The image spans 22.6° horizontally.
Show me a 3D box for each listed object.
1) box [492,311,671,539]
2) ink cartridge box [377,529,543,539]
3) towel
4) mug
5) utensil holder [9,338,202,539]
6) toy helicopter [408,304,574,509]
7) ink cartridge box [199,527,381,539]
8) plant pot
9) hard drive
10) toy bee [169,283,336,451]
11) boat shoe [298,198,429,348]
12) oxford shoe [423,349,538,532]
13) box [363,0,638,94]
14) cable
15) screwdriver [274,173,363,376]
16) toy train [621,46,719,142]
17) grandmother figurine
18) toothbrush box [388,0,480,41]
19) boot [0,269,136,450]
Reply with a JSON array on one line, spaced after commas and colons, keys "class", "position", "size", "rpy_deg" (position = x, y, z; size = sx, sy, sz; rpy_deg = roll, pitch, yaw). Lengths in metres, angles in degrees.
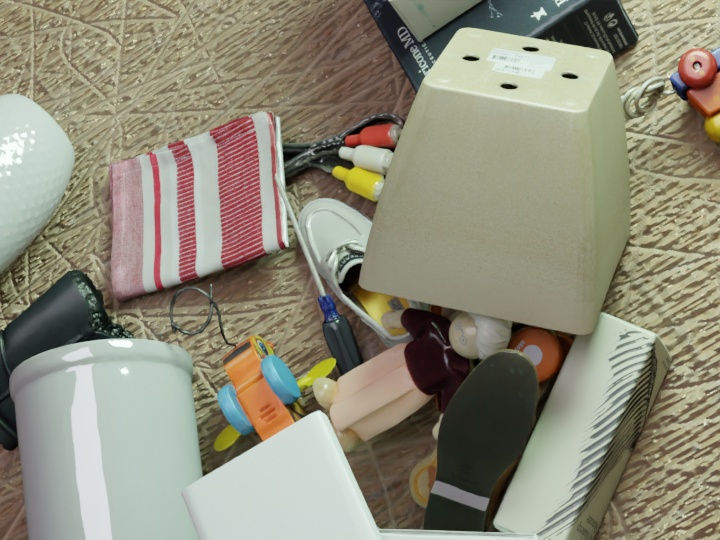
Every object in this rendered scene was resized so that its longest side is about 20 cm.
[{"class": "box", "position": [0.187, 0.141, 1.511], "size": [0.068, 0.082, 0.202], "rpy_deg": [21, 81, 25]}, {"class": "ink cartridge box", "position": [0.093, 0.296, 1.425], "size": [0.144, 0.200, 0.148], "rpy_deg": [0, 71, 21]}, {"class": "towel", "position": [-0.160, -0.062, 1.736], "size": [0.198, 0.023, 0.146], "rpy_deg": [-17, 67, 26]}, {"class": "mug", "position": [-0.386, -0.086, 1.794], "size": [0.175, 0.148, 0.199], "rpy_deg": [-47, 30, -21]}, {"class": "utensil holder", "position": [-0.220, 0.183, 1.610], "size": [0.168, 0.170, 0.202], "rpy_deg": [-16, 69, 15]}, {"class": "toy helicopter", "position": [0.093, 0.112, 1.566], "size": [0.132, 0.079, 0.201], "rpy_deg": [31, 97, 21]}, {"class": "ink cartridge box", "position": [-0.043, 0.278, 1.485], "size": [0.124, 0.200, 0.130], "rpy_deg": [-18, 65, 14]}, {"class": "plant pot", "position": [0.123, -0.088, 1.497], "size": [0.197, 0.179, 0.200], "rpy_deg": [11, 31, 13]}, {"class": "hard drive", "position": [-0.045, 0.227, 1.376], "size": [0.131, 0.026, 0.201], "rpy_deg": [-30, 64, 10]}, {"class": "toy bee", "position": [-0.082, 0.099, 1.633], "size": [0.129, 0.109, 0.202], "rpy_deg": [-13, 93, 12]}, {"class": "boat shoe", "position": [0.000, 0.000, 1.640], "size": [0.071, 0.070, 0.201], "rpy_deg": [-38, 60, 4]}, {"class": "oxford shoe", "position": [0.102, 0.140, 1.488], "size": [0.071, 0.071, 0.202], "rpy_deg": [26, 122, 12]}, {"class": "box", "position": [0.117, -0.253, 1.660], "size": [0.199, 0.117, 0.198], "rpy_deg": [-33, 63, 9]}, {"class": "cable", "position": [-0.034, -0.115, 1.708], "size": [0.198, 0.050, 0.098], "rpy_deg": [8, 69, 24]}, {"class": "screwdriver", "position": [-0.041, 0.008, 1.616], "size": [0.028, 0.029, 0.202], "rpy_deg": [-14, 108, 31]}, {"class": "toy train", "position": [0.312, -0.132, 1.566], "size": [0.199, 0.085, 0.117], "rpy_deg": [-30, 77, 9]}, {"class": "grandmother figurine", "position": [0.051, 0.086, 1.531], "size": [0.199, 0.060, 0.122], "rpy_deg": [-36, 81, 33]}, {"class": "toothbrush box", "position": [0.057, -0.330, 1.598], "size": [0.146, 0.085, 0.201], "rpy_deg": [-31, 63, 9]}, {"class": "boot", "position": [-0.329, 0.051, 1.708], "size": [0.168, 0.076, 0.200], "rpy_deg": [-40, 106, 5]}]
